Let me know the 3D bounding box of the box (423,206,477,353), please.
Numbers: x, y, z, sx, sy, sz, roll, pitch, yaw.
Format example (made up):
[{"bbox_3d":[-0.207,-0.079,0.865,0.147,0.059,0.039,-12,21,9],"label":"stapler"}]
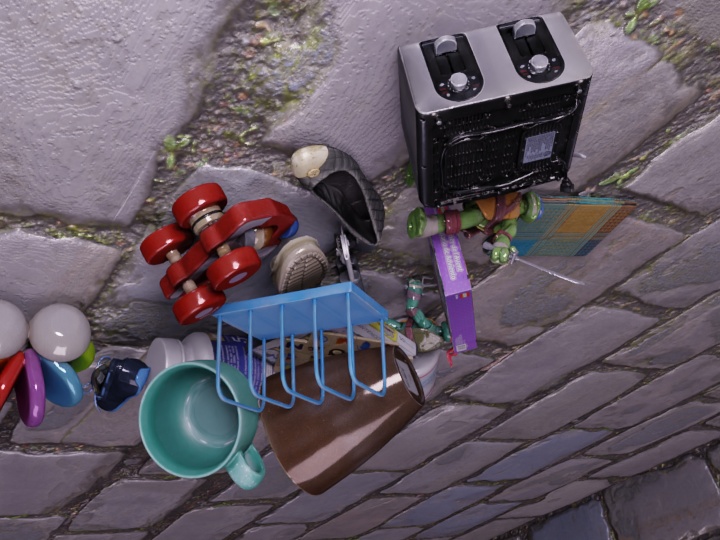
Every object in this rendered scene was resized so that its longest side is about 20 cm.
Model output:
[{"bbox_3d":[0.130,0.015,1.129,0.038,0.139,0.201,-14,151,3],"label":"box"}]

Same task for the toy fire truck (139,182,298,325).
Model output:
[{"bbox_3d":[-0.161,-0.029,0.986,0.199,0.113,0.167,-39,168,36],"label":"toy fire truck"}]

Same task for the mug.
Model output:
[{"bbox_3d":[-0.215,0.218,1.113,0.149,0.188,0.114,-13,175,10],"label":"mug"}]

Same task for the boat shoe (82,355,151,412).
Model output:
[{"bbox_3d":[-0.383,0.164,1.232,0.068,0.085,0.199,29,143,-21],"label":"boat shoe"}]

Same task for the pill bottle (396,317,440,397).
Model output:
[{"bbox_3d":[0.083,0.174,1.415,0.107,0.110,0.201,-10,151,-5],"label":"pill bottle"}]

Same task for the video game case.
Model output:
[{"bbox_3d":[-0.042,0.117,1.204,0.198,0.026,0.180,-25,137,31],"label":"video game case"}]

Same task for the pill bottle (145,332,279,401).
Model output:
[{"bbox_3d":[-0.229,0.159,1.248,0.198,0.121,0.120,10,144,-35],"label":"pill bottle"}]

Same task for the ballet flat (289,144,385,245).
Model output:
[{"bbox_3d":[-0.019,-0.093,0.962,0.066,0.058,0.200,-25,149,19],"label":"ballet flat"}]

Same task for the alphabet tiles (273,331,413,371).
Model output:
[{"bbox_3d":[-0.028,0.142,1.212,0.197,0.006,0.167,10,143,-12],"label":"alphabet tiles"}]

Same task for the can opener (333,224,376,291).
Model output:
[{"bbox_3d":[0.000,0.000,1.136,0.066,0.054,0.201,-13,152,0],"label":"can opener"}]

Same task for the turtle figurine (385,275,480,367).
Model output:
[{"bbox_3d":[0.086,0.086,1.263,0.196,0.101,0.151,-4,128,15],"label":"turtle figurine"}]

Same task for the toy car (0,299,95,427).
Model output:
[{"bbox_3d":[-0.463,0.138,1.082,0.197,0.152,0.175,7,145,-31],"label":"toy car"}]

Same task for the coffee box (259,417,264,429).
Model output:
[{"bbox_3d":[-0.104,0.212,1.430,0.197,0.081,0.115,-17,154,7],"label":"coffee box"}]

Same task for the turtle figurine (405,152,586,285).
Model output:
[{"bbox_3d":[0.161,-0.088,0.965,0.190,0.200,0.146,1,114,-16],"label":"turtle figurine"}]

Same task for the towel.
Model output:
[{"bbox_3d":[0.295,-0.065,1.183,0.197,0.022,0.147,-1,149,-25],"label":"towel"}]

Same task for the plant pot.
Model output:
[{"bbox_3d":[-0.013,0.195,1.148,0.198,0.189,0.187,-28,148,15],"label":"plant pot"}]

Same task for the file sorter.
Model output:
[{"bbox_3d":[-0.074,0.107,1.039,0.197,0.125,0.139,-11,159,19],"label":"file sorter"}]

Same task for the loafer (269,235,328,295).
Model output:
[{"bbox_3d":[-0.089,0.000,1.059,0.075,0.069,0.200,-25,163,-15],"label":"loafer"}]

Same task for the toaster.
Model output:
[{"bbox_3d":[0.137,-0.162,0.843,0.178,0.120,0.201,-12,150,0],"label":"toaster"}]
